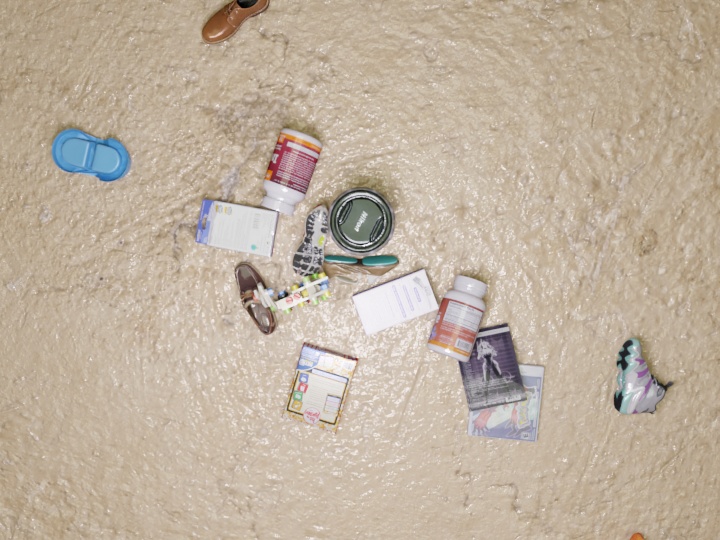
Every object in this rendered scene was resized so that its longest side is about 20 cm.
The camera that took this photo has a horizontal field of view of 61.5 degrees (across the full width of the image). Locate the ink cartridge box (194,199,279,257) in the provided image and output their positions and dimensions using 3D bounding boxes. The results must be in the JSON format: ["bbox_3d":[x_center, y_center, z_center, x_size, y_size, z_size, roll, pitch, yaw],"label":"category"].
[{"bbox_3d":[-0.318,-0.110,1.569,0.199,0.042,0.120,10,93,-2],"label":"ink cartridge box"}]

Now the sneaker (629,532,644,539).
[{"bbox_3d":[0.671,0.767,1.571,0.077,0.073,0.200,30,90,10],"label":"sneaker"}]

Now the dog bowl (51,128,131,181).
[{"bbox_3d":[-0.689,-0.294,1.566,0.199,0.050,0.112,14,93,0],"label":"dog bowl"}]

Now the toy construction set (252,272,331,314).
[{"bbox_3d":[-0.167,0.062,1.528,0.199,0.131,0.092,-9,92,2],"label":"toy construction set"}]

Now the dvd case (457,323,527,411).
[{"bbox_3d":[0.330,0.248,1.556,0.148,0.016,0.201,-12,77,2],"label":"dvd case"}]

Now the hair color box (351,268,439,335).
[{"bbox_3d":[0.089,0.080,1.556,0.199,0.065,0.110,-20,91,4],"label":"hair color box"}]

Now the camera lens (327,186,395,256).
[{"bbox_3d":[0.004,-0.117,1.480,0.159,0.200,0.161,0,93,2],"label":"camera lens"}]

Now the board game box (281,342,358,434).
[{"bbox_3d":[-0.106,0.306,1.580,0.151,0.046,0.201,17,93,0],"label":"board game box"}]

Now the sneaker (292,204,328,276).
[{"bbox_3d":[-0.117,-0.076,1.549,0.077,0.085,0.200,20,116,-5],"label":"sneaker"}]

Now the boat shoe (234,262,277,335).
[{"bbox_3d":[-0.272,0.074,1.560,0.072,0.072,0.201,-20,92,2],"label":"boat shoe"}]

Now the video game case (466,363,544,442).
[{"bbox_3d":[0.378,0.340,1.581,0.181,0.023,0.201,5,93,1],"label":"video game case"}]

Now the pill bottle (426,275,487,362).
[{"bbox_3d":[0.249,0.120,1.524,0.112,0.112,0.201,20,83,0],"label":"pill bottle"}]

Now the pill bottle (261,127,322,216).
[{"bbox_3d":[-0.178,-0.245,1.522,0.113,0.113,0.201,20,93,1],"label":"pill bottle"}]

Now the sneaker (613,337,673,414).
[{"bbox_3d":[0.732,0.272,1.547,0.139,0.078,0.201,4,102,0],"label":"sneaker"}]

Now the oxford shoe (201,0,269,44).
[{"bbox_3d":[-0.324,-0.649,1.529,0.200,0.071,0.071,-36,93,4],"label":"oxford shoe"}]

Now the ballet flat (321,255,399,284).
[{"bbox_3d":[0.000,0.000,1.559,0.199,0.068,0.073,0,113,2],"label":"ballet flat"}]
